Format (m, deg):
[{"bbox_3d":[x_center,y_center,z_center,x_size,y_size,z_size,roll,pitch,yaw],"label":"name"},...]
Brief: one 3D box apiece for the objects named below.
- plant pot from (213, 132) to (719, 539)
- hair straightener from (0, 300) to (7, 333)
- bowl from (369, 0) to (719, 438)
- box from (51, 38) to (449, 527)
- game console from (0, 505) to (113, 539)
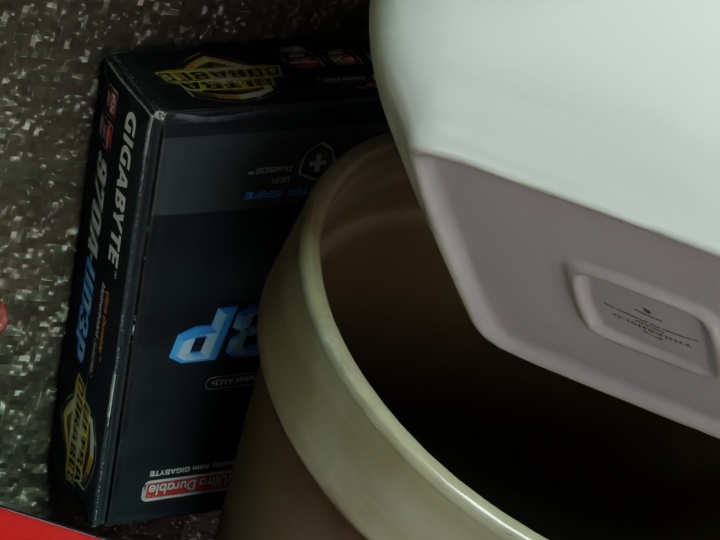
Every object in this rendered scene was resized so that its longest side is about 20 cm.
[{"bbox_3d":[0.035,0.082,0.931,0.200,0.200,0.174,5,134,-32],"label":"plant pot"},{"bbox_3d":[-0.184,0.054,0.872,0.200,0.041,0.077,-44,163,-24],"label":"hair straightener"},{"bbox_3d":[0.091,-0.016,0.785,0.075,0.200,0.200,-60,158,-18],"label":"bowl"},{"bbox_3d":[0.000,0.000,0.993,0.200,0.046,0.159,-5,122,-28],"label":"box"},{"bbox_3d":[-0.099,0.155,0.967,0.031,0.177,0.200,-44,137,-36],"label":"game console"}]
